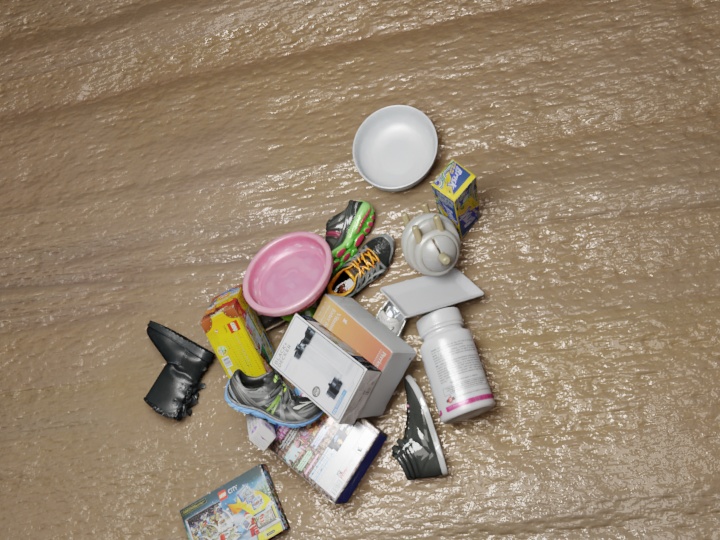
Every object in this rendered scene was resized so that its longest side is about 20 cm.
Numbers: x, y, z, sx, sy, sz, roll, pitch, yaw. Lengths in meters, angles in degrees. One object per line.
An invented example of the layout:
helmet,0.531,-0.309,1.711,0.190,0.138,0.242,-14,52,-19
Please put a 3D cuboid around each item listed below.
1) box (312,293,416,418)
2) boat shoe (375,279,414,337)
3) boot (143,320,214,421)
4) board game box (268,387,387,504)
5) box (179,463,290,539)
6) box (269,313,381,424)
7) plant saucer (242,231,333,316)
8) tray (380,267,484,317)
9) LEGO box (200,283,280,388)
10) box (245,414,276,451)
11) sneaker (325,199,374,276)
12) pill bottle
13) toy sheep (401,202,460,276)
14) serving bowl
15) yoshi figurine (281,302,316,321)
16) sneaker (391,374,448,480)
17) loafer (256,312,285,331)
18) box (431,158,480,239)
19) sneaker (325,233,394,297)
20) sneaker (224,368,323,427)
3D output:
box,-0.014,0.168,1.316,0.198,0.105,0.155,36,103,31
boat shoe,0.059,0.108,1.376,0.069,0.069,0.204,23,79,19
boot,-0.426,0.221,1.455,0.194,0.073,0.166,25,83,18
board game box,-0.071,0.335,1.319,0.198,0.097,0.161,33,82,20
box,-0.256,0.505,1.339,0.196,0.038,0.139,-29,69,3
box,-0.069,0.184,1.247,0.198,0.060,0.119,35,98,32
plant saucer,-0.141,0.014,1.332,0.195,0.051,0.205,-14,48,15
tray,0.145,0.049,1.340,0.195,0.023,0.108,-14,38,-26
LEGO box,-0.237,0.153,1.341,0.075,0.149,0.205,-23,105,3
box,-0.204,0.291,1.321,0.041,0.200,0.039,42,90,-17
sneaker,-0.046,-0.069,1.466,0.083,0.077,0.202,29,77,37
pill bottle,0.182,0.185,1.300,0.110,0.114,0.205,-19,70,6
toy sheep,0.145,-0.056,1.363,0.133,0.201,0.142,-2,113,-6
serving bowl,0.082,-0.266,1.493,0.193,0.066,0.207,-4,71,12
yoshi figurine,-0.146,0.034,1.398,0.109,0.114,0.204,-4,54,-24
sneaker,0.096,0.315,1.300,0.096,0.071,0.205,-18,73,1
loafer,-0.243,0.118,1.434,0.196,0.073,0.063,-28,34,0
box,0.199,-0.142,1.354,0.064,0.200,0.070,41,84,21
sneaker,0.000,0.000,1.417,0.078,0.077,0.201,42,86,13
sneaker,-0.160,0.239,1.252,0.193,0.071,0.085,15,107,-2
